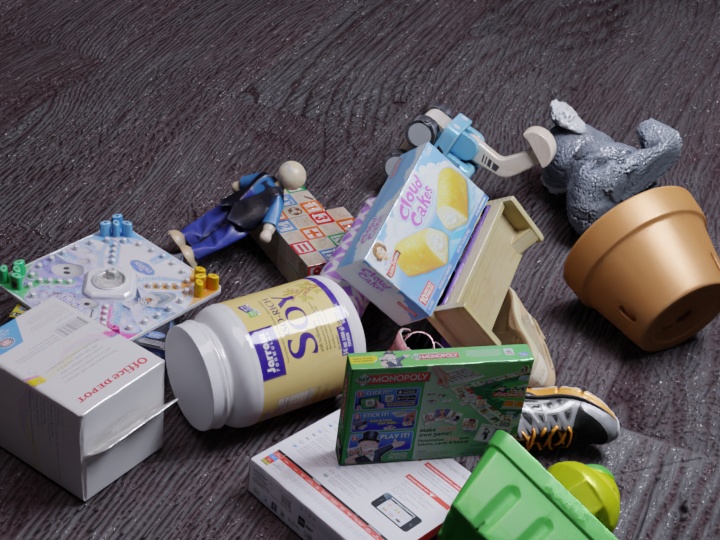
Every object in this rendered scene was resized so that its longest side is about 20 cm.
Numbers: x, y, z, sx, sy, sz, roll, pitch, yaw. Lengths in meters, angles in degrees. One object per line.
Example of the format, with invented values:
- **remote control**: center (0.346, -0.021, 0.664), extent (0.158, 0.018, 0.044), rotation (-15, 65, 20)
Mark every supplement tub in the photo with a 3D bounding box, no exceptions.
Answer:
- **supplement tub**: center (-0.110, 0.097, 1.534), extent (0.199, 0.146, 0.145), rotation (-17, 41, -30)

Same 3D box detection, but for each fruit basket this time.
- **fruit basket**: center (0.204, 0.252, 1.349), extent (0.214, 0.156, 0.217), rotation (4, 58, -6)

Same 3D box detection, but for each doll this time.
- **doll**: center (-0.156, -0.078, 1.788), extent (0.200, 0.049, 0.137), rotation (-35, 44, -5)

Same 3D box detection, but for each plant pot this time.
- **plant pot**: center (0.384, 0.009, 1.723), extent (0.199, 0.201, 0.140), rotation (-14, 56, -27)

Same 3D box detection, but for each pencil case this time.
- **pencil case**: center (0.000, 0.000, 1.692), extent (0.085, 0.084, 0.201), rotation (37, 63, -12)

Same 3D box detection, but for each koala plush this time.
- **koala plush**: center (0.338, -0.154, 1.959), extent (0.183, 0.178, 0.200), rotation (-24, 48, -22)

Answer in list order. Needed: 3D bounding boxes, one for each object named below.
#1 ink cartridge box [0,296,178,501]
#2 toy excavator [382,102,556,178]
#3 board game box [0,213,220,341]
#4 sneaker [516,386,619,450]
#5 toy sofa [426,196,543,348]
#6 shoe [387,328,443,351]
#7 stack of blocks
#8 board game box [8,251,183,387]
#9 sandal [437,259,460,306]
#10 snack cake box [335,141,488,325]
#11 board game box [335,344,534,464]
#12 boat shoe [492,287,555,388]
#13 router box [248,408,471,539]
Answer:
- **ink cartridge box**: center (-0.310, 0.143, 1.449), extent (0.199, 0.126, 0.128), rotation (27, 40, 27)
- **toy excavator**: center (0.163, -0.170, 1.960), extent (0.200, 0.195, 0.100), rotation (37, 28, 2)
- **board game box**: center (-0.306, 0.011, 1.622), extent (0.199, 0.026, 0.200), rotation (30, 40, 30)
- **sneaker**: center (0.200, 0.178, 1.542), extent (0.199, 0.079, 0.078), rotation (8, 47, 9)
- **toy sofa**: center (0.148, 0.007, 1.685), extent (0.097, 0.083, 0.201), rotation (-11, 41, 43)
- **shoe**: center (0.059, 0.109, 1.546), extent (0.071, 0.091, 0.200), rotation (23, 15, -3)
- **stack of blocks**: center (-0.068, -0.046, 1.823), extent (0.115, 0.059, 0.200), rotation (-14, 39, -27)
- **board game box**: center (-0.302, 0.045, 1.651), extent (0.199, 0.062, 0.200), rotation (12, 34, 8)
- **sandal**: center (0.106, -0.006, 1.797), extent (0.087, 0.079, 0.200), rotation (40, 29, -9)
- **snack cake box**: center (0.067, -0.046, 1.658), extent (0.115, 0.067, 0.201), rotation (41, 58, -20)
- **board game box**: center (0.078, 0.144, 1.420), extent (0.199, 0.135, 0.029), rotation (-2, 35, -14)
- **boat shoe**: center (0.196, 0.090, 1.677), extent (0.064, 0.071, 0.200), rotation (35, 21, -22)
- **router box**: center (0.009, 0.237, 1.436), extent (0.179, 0.049, 0.200), rotation (-24, 45, -37)
